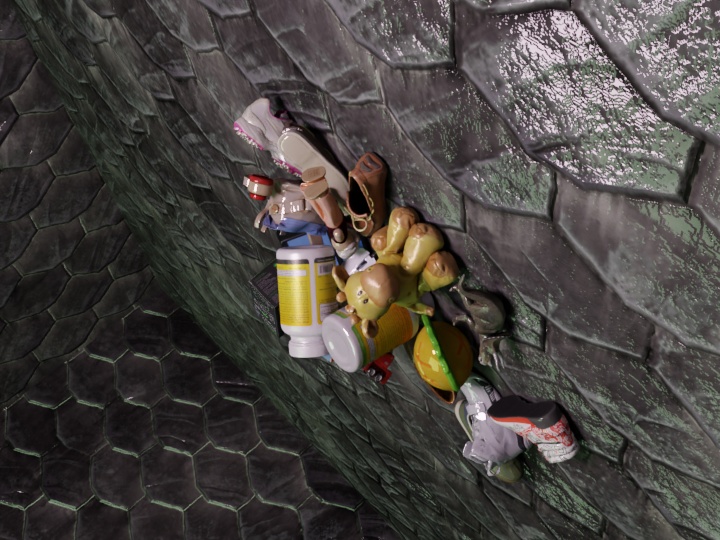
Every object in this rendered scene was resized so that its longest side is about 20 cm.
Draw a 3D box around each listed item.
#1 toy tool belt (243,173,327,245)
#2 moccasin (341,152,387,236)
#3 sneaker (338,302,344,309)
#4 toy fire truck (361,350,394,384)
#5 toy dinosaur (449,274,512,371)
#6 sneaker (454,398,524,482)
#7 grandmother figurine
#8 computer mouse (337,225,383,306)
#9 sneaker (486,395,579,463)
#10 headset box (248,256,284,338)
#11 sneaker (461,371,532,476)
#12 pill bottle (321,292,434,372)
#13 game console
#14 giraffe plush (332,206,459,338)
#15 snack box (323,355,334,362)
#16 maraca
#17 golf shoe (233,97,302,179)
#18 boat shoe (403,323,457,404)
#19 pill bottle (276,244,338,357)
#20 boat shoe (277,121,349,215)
[{"bbox_3d":[-0.135,-0.106,1.628,0.124,0.199,0.124,26,106,46],"label":"toy tool belt"},{"bbox_3d":[0.005,-0.117,1.488,0.074,0.078,0.202,46,161,14],"label":"moccasin"},{"bbox_3d":[-0.008,0.036,1.741,0.198,0.088,0.076,17,143,31],"label":"sneaker"},{"bbox_3d":[0.049,0.145,1.707,0.049,0.142,0.200,30,170,47],"label":"toy fire truck"},{"bbox_3d":[0.201,0.063,1.407,0.102,0.077,0.201,25,145,29],"label":"toy dinosaur"},{"bbox_3d":[0.266,0.344,1.742,0.201,0.067,0.090,54,167,2],"label":"sneaker"},{"bbox_3d":[-0.050,-0.095,1.530,0.201,0.060,0.122,65,-161,-48],"label":"grandmother figurine"},{"bbox_3d":[0.000,0.000,1.626,0.110,0.044,0.201,47,127,15],"label":"computer mouse"},{"bbox_3d":[0.307,0.287,1.547,0.109,0.067,0.201,57,158,-10],"label":"sneaker"},{"bbox_3d":[-0.159,0.044,2.017,0.093,0.174,0.200,44,161,18],"label":"headset box"},{"bbox_3d":[0.229,0.292,1.661,0.200,0.115,0.075,49,161,6],"label":"sneaker"},{"bbox_3d":[0.037,0.094,1.590,0.111,0.199,0.112,39,144,37],"label":"pill bottle"},{"bbox_3d":[-0.063,-0.018,1.779,0.119,0.171,0.201,-110,1,-46],"label":"game console"},{"bbox_3d":[0.041,0.015,1.438,0.172,0.161,0.201,43,138,25],"label":"giraffe plush"},{"bbox_3d":[-0.031,0.109,1.793,0.168,0.199,0.068,28,118,43],"label":"snack box"},{"bbox_3d":[0.147,0.150,1.575,0.138,0.106,0.200,65,-176,23],"label":"maraca"},{"bbox_3d":[-0.139,-0.241,1.615,0.199,0.092,0.075,36,175,-36],"label":"golf shoe"},{"bbox_3d":[0.141,0.183,1.698,0.201,0.071,0.068,56,-164,-32],"label":"boat shoe"},{"bbox_3d":[-0.098,0.056,1.628,0.112,0.111,0.203,9,103,63],"label":"pill bottle"},{"bbox_3d":[-0.074,-0.185,1.575,0.200,0.071,0.060,47,-154,-26],"label":"boat shoe"}]
